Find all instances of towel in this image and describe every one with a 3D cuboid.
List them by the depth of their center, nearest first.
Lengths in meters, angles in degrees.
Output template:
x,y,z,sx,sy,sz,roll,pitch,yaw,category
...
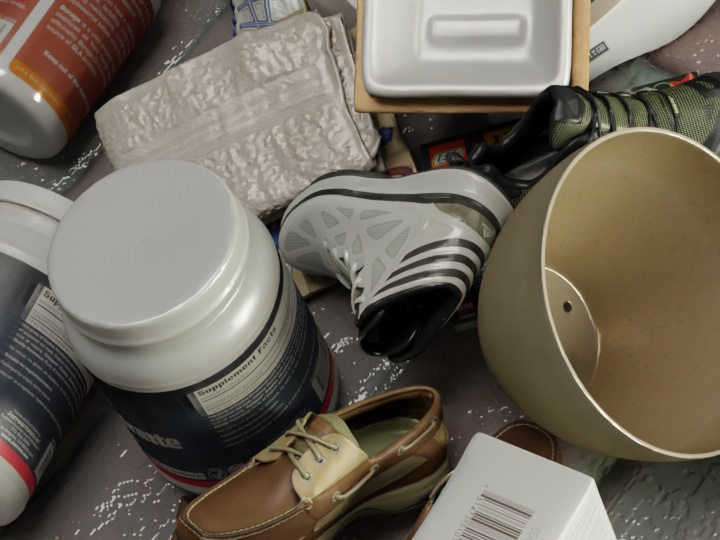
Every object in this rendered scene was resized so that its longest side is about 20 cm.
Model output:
x,y,z,sx,sy,sz,roll,pitch,yaw,category
-0.084,-0.091,1.671,0.199,0.034,0.133,-24,67,15,towel

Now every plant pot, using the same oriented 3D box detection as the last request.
x,y,z,sx,sy,sz,roll,pitch,yaw,category
0.148,0.026,1.484,0.134,0.200,0.201,-21,40,53,plant pot

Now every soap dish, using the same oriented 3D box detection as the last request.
x,y,z,sx,sy,sz,roll,pitch,yaw,category
0.079,-0.200,1.616,0.156,0.081,0.202,1,82,12,soap dish

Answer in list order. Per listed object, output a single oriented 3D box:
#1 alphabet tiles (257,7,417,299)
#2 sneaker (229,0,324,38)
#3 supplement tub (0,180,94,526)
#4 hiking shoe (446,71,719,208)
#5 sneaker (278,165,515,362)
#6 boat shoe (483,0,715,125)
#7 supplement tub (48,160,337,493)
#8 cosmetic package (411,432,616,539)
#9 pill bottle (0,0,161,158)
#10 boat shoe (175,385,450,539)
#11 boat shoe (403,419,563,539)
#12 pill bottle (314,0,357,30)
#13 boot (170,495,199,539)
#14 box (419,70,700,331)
x,y,z,sx,sy,sz,roll,pitch,yaw,category
-0.050,-0.078,1.676,0.166,0.006,0.201,-26,67,14,alphabet tiles
-0.070,-0.166,1.750,0.088,0.075,0.200,-36,50,-3,sneaker
-0.246,0.056,1.612,0.140,0.141,0.201,13,61,27,supplement tub
0.156,-0.081,1.540,0.199,0.101,0.076,-26,54,1,hiking shoe
0.000,0.000,1.542,0.200,0.076,0.116,-9,44,48,sneaker
0.160,-0.177,1.683,0.199,0.072,0.068,-34,53,3,boat shoe
-0.104,0.038,1.526,0.139,0.200,0.141,-10,53,13,supplement tub
0.093,0.195,1.357,0.081,0.200,0.113,21,62,29,cosmetic package
-0.218,-0.191,1.796,0.112,0.112,0.201,19,64,29,pill bottle
-0.027,0.120,1.480,0.199,0.074,0.076,-22,40,-37,boat shoe
0.074,0.151,1.447,0.075,0.072,0.200,17,40,16,boat shoe
0.063,-0.239,1.732,0.200,0.109,0.109,-43,53,-13,pill bottle
-0.034,0.208,1.492,0.199,0.074,0.076,20,94,25,boot
0.145,-0.047,1.611,0.199,0.040,0.138,-15,52,9,box
